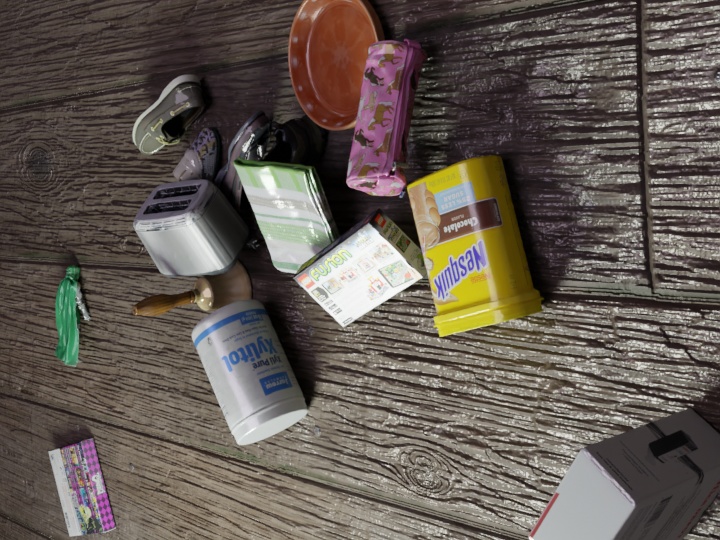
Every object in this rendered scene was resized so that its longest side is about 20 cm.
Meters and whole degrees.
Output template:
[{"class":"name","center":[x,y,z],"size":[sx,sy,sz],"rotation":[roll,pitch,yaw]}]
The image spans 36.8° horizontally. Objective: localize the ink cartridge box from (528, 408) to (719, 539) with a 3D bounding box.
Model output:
[{"class":"ink cartridge box","center":[0.298,0.245,1.169],"size":[0.084,0.198,0.145],"rotation":[48,131,34]}]

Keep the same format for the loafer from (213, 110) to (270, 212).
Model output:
[{"class":"loafer","center":[-0.177,-0.171,1.721],"size":[0.063,0.072,0.200],"rotation":[44,138,7]}]

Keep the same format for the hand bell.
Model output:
[{"class":"hand bell","center":[-0.288,0.045,1.786],"size":[0.103,0.198,0.106],"rotation":[14,110,46]}]

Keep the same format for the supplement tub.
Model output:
[{"class":"supplement tub","center":[-0.179,0.162,1.742],"size":[0.132,0.131,0.202],"rotation":[-43,68,45]}]

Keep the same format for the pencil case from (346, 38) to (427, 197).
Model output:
[{"class":"pencil case","center":[0.034,-0.199,1.405],"size":[0.085,0.083,0.203],"rotation":[4,78,20]}]

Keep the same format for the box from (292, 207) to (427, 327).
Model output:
[{"class":"box","center":[0.000,0.000,1.533],"size":[0.110,0.035,0.199],"rotation":[44,138,-11]}]

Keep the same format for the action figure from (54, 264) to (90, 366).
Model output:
[{"class":"action figure","center":[-0.606,0.089,2.269],"size":[0.117,0.054,0.203],"rotation":[13,101,48]}]

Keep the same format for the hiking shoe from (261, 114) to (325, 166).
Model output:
[{"class":"hiking shoe","center":[-0.116,-0.133,1.623],"size":[0.075,0.100,0.203],"rotation":[28,118,43]}]

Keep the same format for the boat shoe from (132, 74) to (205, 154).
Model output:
[{"class":"boat shoe","center":[-0.331,-0.254,1.861],"size":[0.201,0.071,0.061],"rotation":[-40,64,42]}]

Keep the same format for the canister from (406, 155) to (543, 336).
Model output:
[{"class":"canister","center":[0.140,-0.030,1.369],"size":[0.148,0.086,0.203],"rotation":[-19,83,50]}]

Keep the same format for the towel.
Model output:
[{"class":"towel","center":[-0.101,-0.072,1.583],"size":[0.148,0.031,0.202],"rotation":[8,135,33]}]

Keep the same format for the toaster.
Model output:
[{"class":"toaster","center":[-0.273,-0.069,1.763],"size":[0.198,0.114,0.130],"rotation":[-2,136,34]}]

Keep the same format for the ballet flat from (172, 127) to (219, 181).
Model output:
[{"class":"ballet flat","center":[-0.289,-0.146,1.842],"size":[0.072,0.071,0.202],"rotation":[40,126,35]}]

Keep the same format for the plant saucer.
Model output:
[{"class":"plant saucer","center":[-0.031,-0.302,1.539],"size":[0.199,0.032,0.203],"rotation":[14,109,45]}]

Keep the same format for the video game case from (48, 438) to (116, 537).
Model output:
[{"class":"video game case","center":[-0.616,0.481,2.385],"size":[0.180,0.036,0.203],"rotation":[-21,83,49]}]
